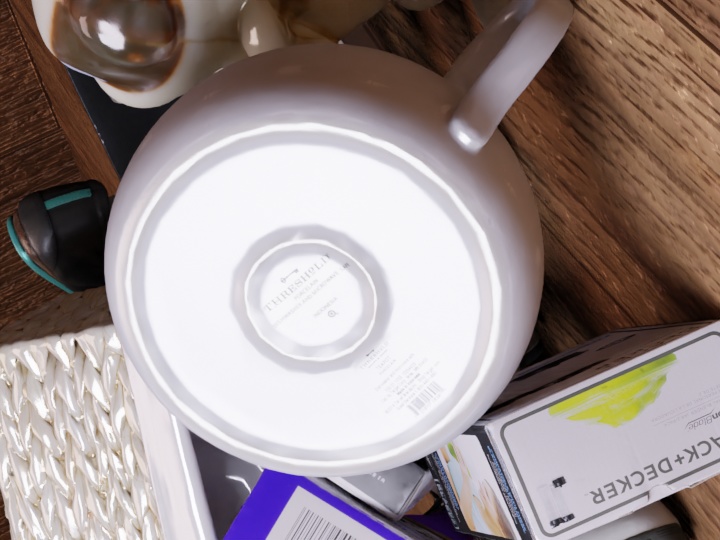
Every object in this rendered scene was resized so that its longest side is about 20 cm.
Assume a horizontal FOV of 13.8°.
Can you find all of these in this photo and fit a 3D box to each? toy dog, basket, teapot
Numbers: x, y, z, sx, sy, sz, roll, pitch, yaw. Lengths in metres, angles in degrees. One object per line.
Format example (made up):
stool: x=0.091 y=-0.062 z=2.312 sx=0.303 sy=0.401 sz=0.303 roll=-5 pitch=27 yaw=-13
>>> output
toy dog: x=-0.048 y=-0.143 z=1.308 sx=0.140 sy=0.200 sz=0.194 roll=57 pitch=168 yaw=38
basket: x=-0.106 y=0.105 z=1.525 sx=0.136 sy=0.123 sz=0.200 roll=-35 pitch=-67 yaw=-64
teapot: x=-0.008 y=-0.021 z=1.271 sx=0.146 sy=0.200 sz=0.197 roll=-70 pitch=-22 yaw=-63

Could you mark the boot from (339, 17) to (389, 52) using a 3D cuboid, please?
boot: x=-0.010 y=-0.145 z=1.460 sx=0.074 sy=0.096 sz=0.200 roll=-12 pitch=117 yaw=50

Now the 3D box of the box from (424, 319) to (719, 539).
box: x=0.099 y=0.072 z=1.326 sx=0.200 sy=0.117 sz=0.060 roll=167 pitch=80 yaw=-82

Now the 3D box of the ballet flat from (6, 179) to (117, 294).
ballet flat: x=-0.129 y=0.001 z=1.688 sx=0.068 sy=0.068 sz=0.200 roll=63 pitch=-172 yaw=24

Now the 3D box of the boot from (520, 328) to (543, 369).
boot: x=0.060 y=-0.004 z=1.532 sx=0.200 sy=0.070 sz=0.132 roll=-103 pitch=-12 yaw=-78

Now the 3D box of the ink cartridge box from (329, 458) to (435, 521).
ink cartridge box: x=0.006 y=0.073 z=1.515 sx=0.095 sy=0.037 sz=0.200 roll=33 pitch=-171 yaw=7

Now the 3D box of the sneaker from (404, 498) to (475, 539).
sneaker: x=0.059 y=0.153 z=1.706 sx=0.200 sy=0.070 sz=0.100 roll=22 pitch=-137 yaw=-49

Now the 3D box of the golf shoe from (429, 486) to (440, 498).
golf shoe: x=0.029 y=0.059 z=1.703 sx=0.078 sy=0.094 sz=0.200 roll=36 pitch=-173 yaw=-26

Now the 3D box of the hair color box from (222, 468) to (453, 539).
hair color box: x=0.026 y=0.162 z=1.498 sx=0.109 sy=0.065 sz=0.200 roll=30 pitch=177 yaw=30

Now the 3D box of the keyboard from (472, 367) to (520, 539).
keyboard: x=0.070 y=0.097 z=1.551 sx=0.200 sy=0.011 sz=0.056 roll=96 pitch=171 yaw=-57

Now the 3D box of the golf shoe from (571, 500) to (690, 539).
golf shoe: x=0.107 y=0.113 z=1.523 sx=0.200 sy=0.077 sz=0.088 roll=-157 pitch=48 yaw=-76

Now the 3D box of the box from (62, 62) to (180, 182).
box: x=-0.069 y=-0.086 z=1.677 sx=0.149 sy=0.124 sz=0.200 roll=63 pitch=-174 yaw=18
